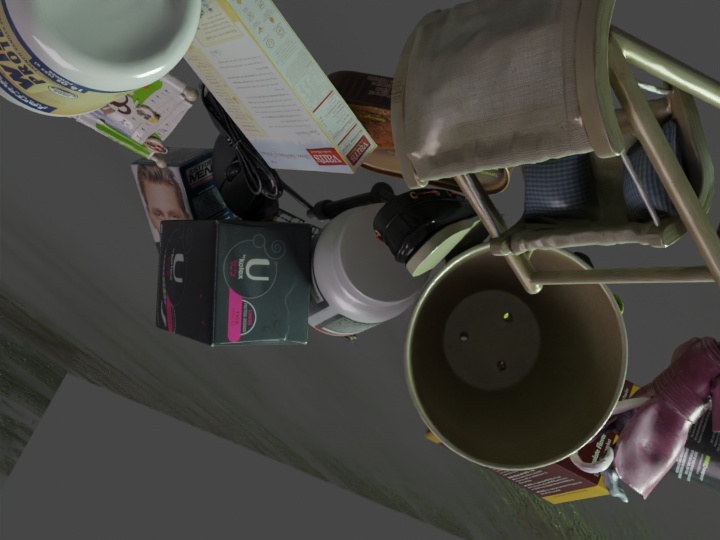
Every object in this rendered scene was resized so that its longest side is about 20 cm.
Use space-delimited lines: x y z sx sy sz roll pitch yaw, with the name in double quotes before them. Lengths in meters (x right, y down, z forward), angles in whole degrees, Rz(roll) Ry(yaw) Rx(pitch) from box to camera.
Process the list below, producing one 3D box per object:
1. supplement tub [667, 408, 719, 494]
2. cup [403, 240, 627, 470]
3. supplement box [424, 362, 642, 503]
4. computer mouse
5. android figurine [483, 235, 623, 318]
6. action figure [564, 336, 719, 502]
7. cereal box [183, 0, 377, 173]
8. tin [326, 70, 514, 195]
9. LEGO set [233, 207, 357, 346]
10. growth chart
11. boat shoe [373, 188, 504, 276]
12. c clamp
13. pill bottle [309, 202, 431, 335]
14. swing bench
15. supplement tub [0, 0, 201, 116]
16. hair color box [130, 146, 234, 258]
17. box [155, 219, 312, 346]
"supplement tub" 0.406 0.191 1.116 0.198 0.108 0.107 19 160 21
"cup" 0.132 0.072 0.982 0.198 0.202 0.143 27 180 -3
"supplement box" 0.211 0.179 1.306 0.198 0.134 0.197 27 161 -2
"computer mouse" -0.126 -0.104 1.076 0.140 0.052 0.200 60 172 10
"android figurine" 0.178 0.025 1.086 0.180 0.041 0.201 22 157 11
"action figure" 0.291 0.113 0.979 0.148 0.201 0.134 31 -162 -30
"cereal box" -0.088 -0.167 0.874 0.143 0.040 0.201 13 147 54
"tin" 0.044 -0.118 0.902 0.198 0.042 0.112 16 154 30
"LEGO set" -0.079 0.013 1.257 0.198 0.117 0.154 28 165 14
"growth chart" -0.241 -0.175 1.064 0.143 0.018 0.200 25 156 -14
"boat shoe" 0.075 -0.042 0.939 0.063 0.074 0.201 48 -158 13
"c clamp" 0.007 -0.057 1.126 0.170 0.027 0.199 38 159 -28
"pill bottle" 0.000 0.000 1.068 0.115 0.117 0.200 29 165 -9
"swing bench" 0.140 -0.089 0.705 0.199 0.131 0.198 37 159 -26
"supplement tub" -0.220 -0.197 0.804 0.144 0.146 0.199 36 162 -25
"hair color box" -0.195 -0.040 1.238 0.099 0.060 0.203 7 119 43
"box" -0.137 0.009 1.092 0.105 0.124 0.199 1 -179 -27
